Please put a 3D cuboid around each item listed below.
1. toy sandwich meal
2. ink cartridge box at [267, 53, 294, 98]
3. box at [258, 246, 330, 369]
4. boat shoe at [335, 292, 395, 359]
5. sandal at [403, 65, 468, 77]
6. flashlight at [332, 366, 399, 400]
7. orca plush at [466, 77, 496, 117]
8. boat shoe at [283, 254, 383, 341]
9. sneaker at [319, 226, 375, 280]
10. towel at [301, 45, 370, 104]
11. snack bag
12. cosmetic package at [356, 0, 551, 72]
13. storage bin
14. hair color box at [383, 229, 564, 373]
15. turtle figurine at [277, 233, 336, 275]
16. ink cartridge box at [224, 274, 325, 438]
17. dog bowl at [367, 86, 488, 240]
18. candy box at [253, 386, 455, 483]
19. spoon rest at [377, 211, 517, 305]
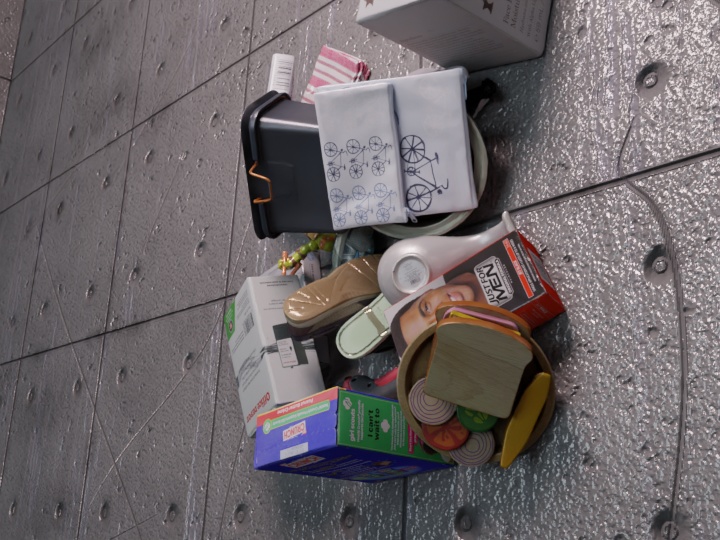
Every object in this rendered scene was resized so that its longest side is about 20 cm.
[{"bbox_3d":[0.131,0.137,1.043,0.205,0.205,0.070,-58,-4,19],"label":"toy sandwich meal"},{"bbox_3d":[-0.139,-0.227,1.538,0.200,0.043,0.197,100,176,-72],"label":"ink cartridge box"},{"bbox_3d":[-0.120,0.085,1.473,0.156,0.041,0.200,-33,54,39],"label":"box"},{"bbox_3d":[0.062,0.058,1.235,0.199,0.066,0.075,-39,68,8],"label":"boat shoe"},{"bbox_3d":[0.094,-0.246,1.295,0.079,0.059,0.207,-33,20,-13],"label":"sandal"},{"bbox_3d":[0.043,0.145,1.234,0.200,0.068,0.068,-36,11,34],"label":"flashlight"},{"bbox_3d":[0.108,-0.185,1.263,0.200,0.071,0.105,-45,46,32],"label":"orca plush"},{"bbox_3d":[-0.018,0.038,1.268,0.072,0.200,0.065,46,148,32],"label":"boat shoe"},{"bbox_3d":[0.000,0.000,1.346,0.086,0.078,0.200,17,81,23],"label":"sneaker"},{"bbox_3d":[-0.065,-0.274,1.544,0.146,0.030,0.200,37,106,51],"label":"towel"},{"bbox_3d":[0.047,-0.153,1.171,0.199,0.021,0.189,-5,100,13],"label":"snack bag"},{"bbox_3d":[0.129,-0.380,1.203,0.165,0.200,0.165,1,79,51],"label":"cosmetic package"},{"bbox_3d":[-0.076,-0.139,1.275,0.134,0.146,0.200,7,120,22],"label":"storage bin"},{"bbox_3d":[0.135,0.049,1.113,0.200,0.061,0.102,-34,51,19],"label":"hair color box"},{"bbox_3d":[-0.060,-0.074,1.428,0.200,0.064,0.161,-49,34,11],"label":"turtle figurine"},{"bbox_3d":[-0.129,0.127,1.342,0.147,0.083,0.200,-50,49,54],"label":"ink cartridge box"},{"bbox_3d":[0.073,-0.143,1.217,0.200,0.200,0.074,-61,-4,16],"label":"dog bowl"},{"bbox_3d":[-0.007,0.215,1.156,0.169,0.200,0.077,-24,59,44],"label":"candy box"},{"bbox_3d":[0.113,-0.014,1.174,0.200,0.061,0.100,-25,82,21],"label":"spoon rest"}]
